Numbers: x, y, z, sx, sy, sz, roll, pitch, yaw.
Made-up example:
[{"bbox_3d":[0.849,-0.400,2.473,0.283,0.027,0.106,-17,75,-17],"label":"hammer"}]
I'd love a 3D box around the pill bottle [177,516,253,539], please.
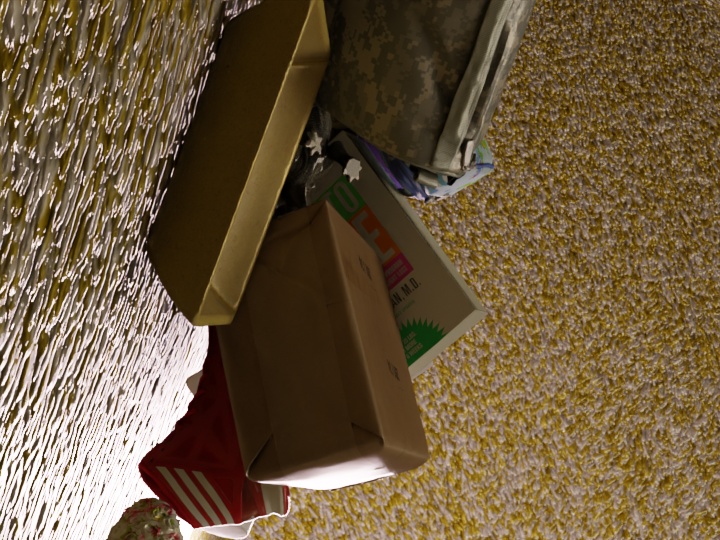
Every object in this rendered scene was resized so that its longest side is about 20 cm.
[{"bbox_3d":[-0.113,0.152,1.263,0.112,0.111,0.201,108,3,-63],"label":"pill bottle"}]

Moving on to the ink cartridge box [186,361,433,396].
[{"bbox_3d":[-0.048,0.088,1.184,0.199,0.117,0.068,-32,-173,-3],"label":"ink cartridge box"}]

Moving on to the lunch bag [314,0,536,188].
[{"bbox_3d":[0.047,-0.181,0.914,0.168,0.138,0.201,51,-52,49],"label":"lunch bag"}]

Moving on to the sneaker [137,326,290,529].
[{"bbox_3d":[-0.129,0.110,1.035,0.079,0.114,0.201,89,-14,-58],"label":"sneaker"}]

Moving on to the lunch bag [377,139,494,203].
[{"bbox_3d":[0.044,-0.161,1.159,0.082,0.201,0.161,-27,178,14],"label":"lunch bag"}]

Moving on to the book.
[{"bbox_3d":[0.000,0.000,1.114,0.133,0.201,0.048,-41,158,13],"label":"book"}]

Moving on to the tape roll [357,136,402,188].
[{"bbox_3d":[-0.022,-0.066,1.290,0.200,0.066,0.200,-48,-172,9],"label":"tape roll"}]

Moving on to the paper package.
[{"bbox_3d":[-0.030,0.064,0.983,0.200,0.103,0.192,38,37,-73],"label":"paper package"}]

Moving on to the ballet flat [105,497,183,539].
[{"bbox_3d":[-0.184,0.270,0.966,0.064,0.075,0.202,17,91,-81],"label":"ballet flat"}]

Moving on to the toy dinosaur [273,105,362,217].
[{"bbox_3d":[-0.042,-0.123,1.051,0.102,0.077,0.202,4,-96,48],"label":"toy dinosaur"}]

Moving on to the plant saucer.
[{"bbox_3d":[-0.076,-0.068,0.802,0.200,0.048,0.202,80,31,-88],"label":"plant saucer"}]

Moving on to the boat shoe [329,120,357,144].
[{"bbox_3d":[-0.032,-0.144,1.209,0.068,0.072,0.200,-59,179,17],"label":"boat shoe"}]
